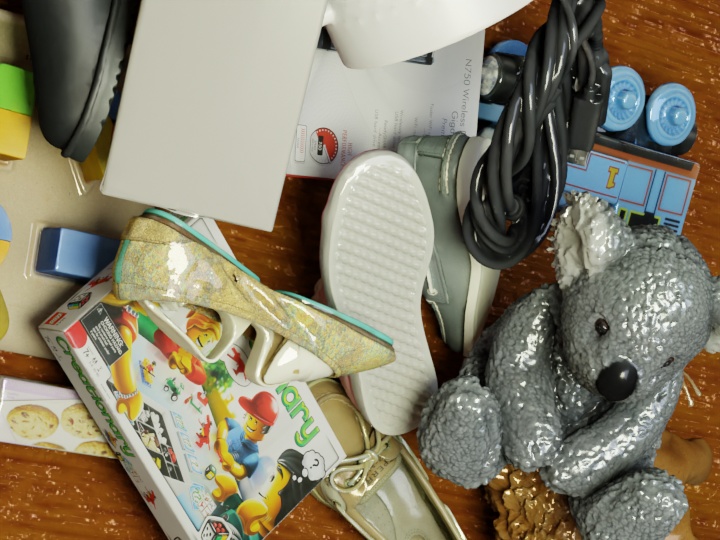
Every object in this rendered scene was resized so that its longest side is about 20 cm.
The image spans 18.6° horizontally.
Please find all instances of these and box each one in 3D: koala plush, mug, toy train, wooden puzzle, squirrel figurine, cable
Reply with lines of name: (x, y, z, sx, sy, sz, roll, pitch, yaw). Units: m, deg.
koala plush: (0.158, 0.044, 1.393, 0.177, 0.200, 0.184, 26, 43, -2)
mug: (0.000, -0.223, 1.340, 0.199, 0.148, 0.176, -28, 107, -13)
toy train: (0.155, -0.091, 1.551, 0.199, 0.087, 0.115, 12, 92, -35)
wooden puzzle: (-0.198, -0.050, 1.328, 0.184, 0.046, 0.201, 12, 87, -35)
squirrel figurine: (0.166, 0.127, 1.546, 0.199, 0.141, 0.188, 4, 85, -38)
cable: (0.110, -0.096, 1.388, 0.163, 0.051, 0.201, -53, 160, -33)

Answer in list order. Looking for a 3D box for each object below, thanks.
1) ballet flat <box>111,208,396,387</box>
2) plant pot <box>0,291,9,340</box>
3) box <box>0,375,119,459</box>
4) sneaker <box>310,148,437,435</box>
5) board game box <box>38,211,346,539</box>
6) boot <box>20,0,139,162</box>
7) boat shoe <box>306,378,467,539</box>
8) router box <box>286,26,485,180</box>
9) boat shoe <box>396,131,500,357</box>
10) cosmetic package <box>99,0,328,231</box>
ballet flat: (-0.067, 0.032, 1.321, 0.200, 0.071, 0.071, 30, 77, -31)
plant pot: (-0.290, -0.015, 1.146, 0.195, 0.200, 0.195, -22, 107, -16)
box: (-0.148, 0.098, 1.378, 0.199, 0.039, 0.042, 13, 86, -35)
sneaker: (0.000, 0.000, 1.428, 0.075, 0.105, 0.201, -16, 121, -15)
board game box: (-0.100, 0.077, 1.360, 0.126, 0.035, 0.201, -43, 118, -29)
boot: (-0.210, -0.178, 1.271, 0.167, 0.076, 0.201, 13, 90, -14)
boat shoe: (0.019, 0.154, 1.485, 0.073, 0.063, 0.201, -42, 116, -25)
router box: (-0.001, -0.158, 1.455, 0.179, 0.049, 0.201, 4, 91, -35)
boat shoe: (0.058, -0.018, 1.476, 0.201, 0.061, 0.073, 84, 22, -50)
cosmetic package: (-0.077, -0.136, 1.270, 0.107, 0.085, 0.201, 14, 112, -5)
